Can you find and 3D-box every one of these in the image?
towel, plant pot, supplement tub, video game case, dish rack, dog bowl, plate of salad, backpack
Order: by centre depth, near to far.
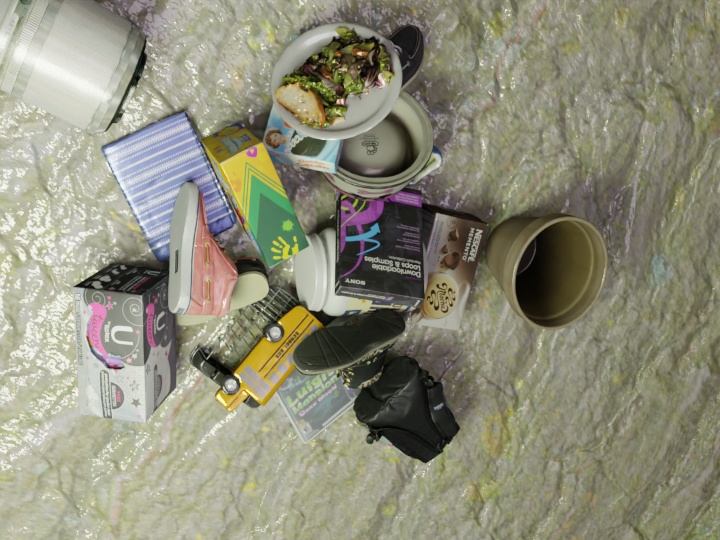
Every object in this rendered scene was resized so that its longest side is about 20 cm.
[{"bbox_3d":[-0.037,-0.285,1.128,0.198,0.201,0.048,-35,159,-8],"label":"plate of salad"},{"bbox_3d":[-0.295,-0.129,1.206,0.143,0.024,0.203,-26,113,-10],"label":"towel"},{"bbox_3d":[0.014,-0.200,1.225,0.195,0.074,0.204,4,64,-7],"label":"dog bowl"},{"bbox_3d":[0.000,0.000,1.293,0.196,0.145,0.148,-2,108,-21],"label":"supplement tub"},{"bbox_3d":[-0.174,0.125,1.316,0.153,0.054,0.201,41,87,-29],"label":"dish rack"},{"bbox_3d":[-0.055,0.187,1.364,0.199,0.023,0.184,-36,129,-16],"label":"video game case"},{"bbox_3d":[0.316,-0.019,1.399,0.196,0.173,0.205,-7,110,-19],"label":"plant pot"},{"bbox_3d":[0.093,0.256,1.414,0.166,0.127,0.200,-40,128,6],"label":"backpack"}]

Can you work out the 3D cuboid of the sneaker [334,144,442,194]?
[{"bbox_3d":[0.047,-0.172,1.296,0.197,0.077,0.077,-25,116,-10],"label":"sneaker"}]

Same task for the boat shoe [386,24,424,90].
[{"bbox_3d":[0.050,-0.327,1.210,0.063,0.071,0.202,87,28,-58],"label":"boat shoe"}]

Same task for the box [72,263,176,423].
[{"bbox_3d":[-0.353,0.108,1.173,0.112,0.132,0.205,5,107,7],"label":"box"}]

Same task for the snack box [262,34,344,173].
[{"bbox_3d":[-0.071,-0.254,1.169,0.114,0.037,0.204,11,72,5],"label":"snack box"}]

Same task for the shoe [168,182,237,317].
[{"bbox_3d":[-0.239,-0.029,1.182,0.090,0.071,0.205,10,73,-34],"label":"shoe"}]

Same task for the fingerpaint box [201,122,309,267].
[{"bbox_3d":[-0.163,-0.118,1.159,0.072,0.200,0.169,-27,115,-9],"label":"fingerpaint box"}]

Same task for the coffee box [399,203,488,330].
[{"bbox_3d":[0.141,-0.007,1.384,0.111,0.080,0.204,10,103,-23],"label":"coffee box"}]

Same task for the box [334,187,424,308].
[{"bbox_3d":[0.031,-0.047,1.222,0.140,0.036,0.204,8,63,-16],"label":"box"}]

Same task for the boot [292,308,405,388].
[{"bbox_3d":[-0.026,0.153,1.274,0.200,0.074,0.155,-20,149,-27],"label":"boot"}]

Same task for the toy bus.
[{"bbox_3d":[-0.149,0.147,1.248,0.078,0.065,0.201,41,78,-6],"label":"toy bus"}]

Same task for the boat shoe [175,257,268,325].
[{"bbox_3d":[-0.246,0.033,1.253,0.197,0.063,0.075,-16,124,-2],"label":"boat shoe"}]

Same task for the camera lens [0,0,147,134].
[{"bbox_3d":[-0.398,-0.291,1.031,0.197,0.160,0.162,25,97,-27],"label":"camera lens"}]
